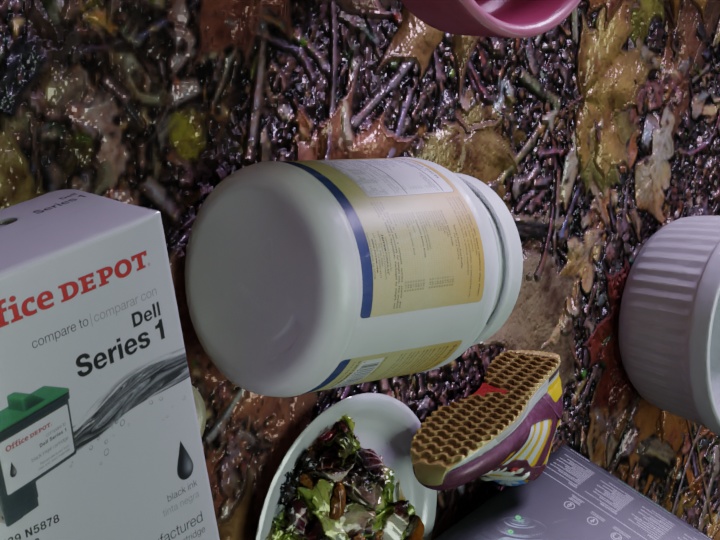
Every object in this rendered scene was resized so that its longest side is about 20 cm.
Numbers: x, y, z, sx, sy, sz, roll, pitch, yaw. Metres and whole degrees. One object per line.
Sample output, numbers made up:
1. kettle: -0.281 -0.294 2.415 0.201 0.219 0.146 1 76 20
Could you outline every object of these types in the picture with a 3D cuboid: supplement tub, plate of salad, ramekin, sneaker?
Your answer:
1. supplement tub: 0.000 0.000 1.043 0.199 0.144 0.146 -6 103 -48
2. plate of salad: 0.000 0.190 1.160 0.199 0.048 0.202 -15 110 -46
3. ramekin: 0.319 0.044 1.451 0.199 0.104 0.202 -13 108 -47
4. sneaker: 0.107 0.137 1.236 0.200 0.074 0.091 -34 121 -50

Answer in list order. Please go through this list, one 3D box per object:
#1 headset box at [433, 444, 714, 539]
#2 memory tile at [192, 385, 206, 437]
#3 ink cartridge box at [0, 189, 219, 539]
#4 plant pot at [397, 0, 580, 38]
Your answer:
1. headset box: 0.162 0.253 1.253 0.199 0.173 0.093 -28 138 -43
2. memory tile: -0.174 0.094 0.856 0.200 0.017 0.154 -46 128 -29
3. ink cartridge box: -0.160 0.077 0.794 0.146 0.084 0.202 -26 116 -40
4. plant pot: 0.036 -0.250 1.000 0.199 0.178 0.202 -13 108 -46
